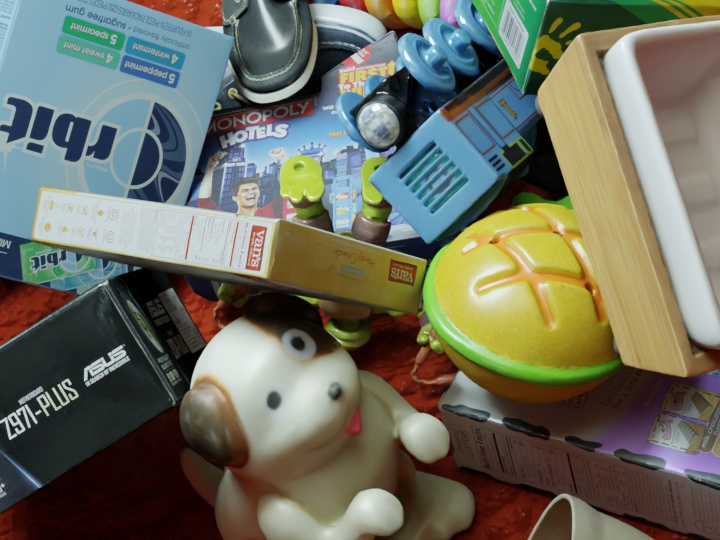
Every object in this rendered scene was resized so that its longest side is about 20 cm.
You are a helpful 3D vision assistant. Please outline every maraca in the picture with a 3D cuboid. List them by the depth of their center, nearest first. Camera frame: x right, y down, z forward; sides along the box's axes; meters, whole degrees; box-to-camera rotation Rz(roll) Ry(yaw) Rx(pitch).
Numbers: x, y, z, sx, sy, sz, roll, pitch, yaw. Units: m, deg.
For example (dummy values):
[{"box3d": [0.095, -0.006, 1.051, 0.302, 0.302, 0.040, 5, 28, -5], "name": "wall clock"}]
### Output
[{"box3d": [0.116, 0.009, 1.374, 0.136, 0.108, 0.200, 28, 37, 14], "name": "maraca"}]

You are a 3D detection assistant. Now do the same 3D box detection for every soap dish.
[{"box3d": [0.190, -0.043, 1.321, 0.081, 0.202, 0.157, -21, -5, 43], "name": "soap dish"}]

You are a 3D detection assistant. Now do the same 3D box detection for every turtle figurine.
[{"box3d": [0.000, 0.000, 1.480, 0.198, 0.162, 0.065, 12, 44, 13], "name": "turtle figurine"}]

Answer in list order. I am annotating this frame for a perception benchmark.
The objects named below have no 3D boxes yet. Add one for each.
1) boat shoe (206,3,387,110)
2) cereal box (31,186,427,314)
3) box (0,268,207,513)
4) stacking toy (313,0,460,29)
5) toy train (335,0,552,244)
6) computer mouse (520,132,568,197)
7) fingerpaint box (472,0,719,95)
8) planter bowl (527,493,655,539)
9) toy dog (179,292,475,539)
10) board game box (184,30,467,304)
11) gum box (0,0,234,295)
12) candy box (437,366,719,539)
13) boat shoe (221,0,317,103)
[{"box3d": [-0.077, -0.134, 1.672, 0.199, 0.071, 0.091, -6, 52, 19], "name": "boat shoe"}, {"box3d": [-0.079, -0.013, 1.364, 0.199, 0.143, 0.040, 8, 86, 39], "name": "cereal box"}, {"box3d": [-0.187, 0.077, 1.415, 0.163, 0.200, 0.086, -32, 90, 6], "name": "box"}, {"box3d": [0.068, -0.210, 1.650, 0.199, 0.111, 0.116, 28, 40, 33], "name": "stacking toy"}, {"box3d": [0.061, -0.098, 1.438, 0.087, 0.114, 0.200, -41, 0, 28], "name": "toy train"}, {"box3d": [0.139, -0.089, 1.563, 0.198, 0.053, 0.139, 13, 39, 11], "name": "computer mouse"}, {"box3d": [0.155, -0.198, 1.457, 0.165, 0.074, 0.201, 0, 40, -19], "name": "fingerpaint box"}, {"box3d": [0.140, 0.239, 1.228, 0.134, 0.201, 0.201, 20, 54, -3], "name": "planter bowl"}, {"box3d": [-0.033, 0.104, 1.366, 0.193, 0.201, 0.140, 28, 63, 33], "name": "toy dog"}, {"box3d": [-0.018, -0.071, 1.601, 0.198, 0.062, 0.201, -8, 49, 10], "name": "board game box"}, {"box3d": [-0.190, -0.087, 1.537, 0.044, 0.169, 0.202, 21, 94, 53], "name": "gum box"}, {"box3d": [0.173, 0.064, 1.425, 0.199, 0.072, 0.168, 14, 56, 25], "name": "candy box"}, {"box3d": [-0.075, -0.202, 1.634, 0.071, 0.068, 0.201, -17, 49, 12], "name": "boat shoe"}]
